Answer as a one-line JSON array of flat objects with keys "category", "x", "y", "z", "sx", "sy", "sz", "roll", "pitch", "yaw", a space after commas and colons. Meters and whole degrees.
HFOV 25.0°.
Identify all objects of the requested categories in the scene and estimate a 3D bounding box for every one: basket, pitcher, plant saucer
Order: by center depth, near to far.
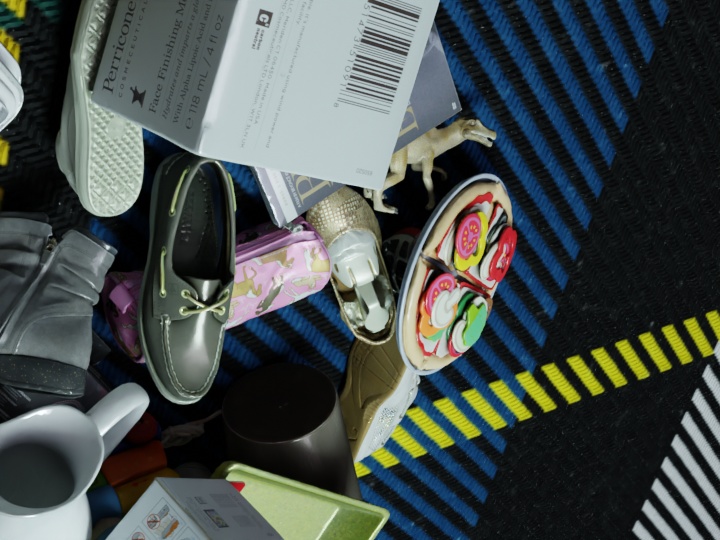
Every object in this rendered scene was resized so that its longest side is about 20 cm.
[{"category": "pitcher", "x": -0.243, "y": 0.176, "z": 1.256, "sx": 0.171, "sy": 0.121, "sz": 0.201, "roll": -32, "pitch": 161, "yaw": -38}, {"category": "plant saucer", "x": -0.103, "y": 0.260, "z": 1.469, "sx": 0.198, "sy": 0.048, "sz": 0.201, "roll": 23, "pitch": 107, "yaw": -40}, {"category": "basket", "x": -0.065, "y": 0.203, "z": 1.579, "sx": 0.135, "sy": 0.180, "sz": 0.202, "roll": -22, "pitch": 130, "yaw": -18}]

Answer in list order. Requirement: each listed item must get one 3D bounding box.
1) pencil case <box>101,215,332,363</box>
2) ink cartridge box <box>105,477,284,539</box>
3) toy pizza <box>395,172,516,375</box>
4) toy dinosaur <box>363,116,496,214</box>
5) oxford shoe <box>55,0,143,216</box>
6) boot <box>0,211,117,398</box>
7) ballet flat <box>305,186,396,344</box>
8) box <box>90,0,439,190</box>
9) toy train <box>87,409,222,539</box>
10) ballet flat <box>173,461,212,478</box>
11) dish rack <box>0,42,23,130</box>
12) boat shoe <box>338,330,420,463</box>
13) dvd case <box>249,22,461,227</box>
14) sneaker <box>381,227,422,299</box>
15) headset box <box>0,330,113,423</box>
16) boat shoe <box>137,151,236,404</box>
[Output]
[{"category": "pencil case", "x": -0.124, "y": 0.011, "z": 1.387, "sx": 0.198, "sy": 0.083, "sz": 0.088, "roll": -23, "pitch": 115, "yaw": -27}, {"category": "ink cartridge box", "x": -0.161, "y": 0.267, "z": 1.303, "sx": 0.201, "sy": 0.084, "sz": 0.175, "roll": -50, "pitch": 160, "yaw": 8}, {"category": "toy pizza", "x": 0.098, "y": 0.007, "z": 1.534, "sx": 0.200, "sy": 0.031, "sz": 0.202, "roll": -41, "pitch": 143, "yaw": -42}, {"category": "toy dinosaur", "x": 0.028, "y": -0.108, "z": 1.459, "sx": 0.198, "sy": 0.058, "sz": 0.102, "roll": -1, "pitch": 110, "yaw": -37}, {"category": "oxford shoe", "x": -0.189, "y": -0.141, "z": 1.196, "sx": 0.075, "sy": 0.058, "sz": 0.203, "roll": -8, "pitch": 117, "yaw": -37}, {"category": "boot", "x": -0.290, "y": 0.018, "z": 1.231, "sx": 0.197, "sy": 0.070, "sz": 0.134, "roll": 10, "pitch": 81, "yaw": -8}, {"category": "ballet flat", "x": 0.000, "y": 0.000, "z": 1.509, "sx": 0.070, "sy": 0.066, "sz": 0.201, "roll": -28, "pitch": 141, "yaw": -3}, {"category": "box", "x": -0.060, "y": -0.181, "z": 1.173, "sx": 0.199, "sy": 0.130, "sz": 0.201, "roll": 8, "pitch": 103, "yaw": -48}, {"category": "toy train", "x": -0.182, "y": 0.192, "z": 1.480, "sx": 0.198, "sy": 0.116, "sz": 0.085, "roll": -19, "pitch": 138, "yaw": -31}, {"category": "ballet flat", "x": -0.219, "y": 0.258, "z": 1.554, "sx": 0.199, "sy": 0.064, "sz": 0.068, "roll": -34, "pitch": 143, "yaw": -14}, {"category": "dish rack", "x": -0.330, "y": -0.100, "z": 1.104, "sx": 0.200, "sy": 0.044, "sz": 0.172, "roll": -43, "pitch": 144, "yaw": -4}, {"category": "boat shoe", "x": 0.026, "y": 0.112, "z": 1.653, "sx": 0.069, "sy": 0.071, "sz": 0.201, "roll": -12, "pitch": 142, "yaw": -38}, {"category": "dvd case", "x": -0.014, "y": -0.147, "z": 1.360, "sx": 0.199, "sy": 0.016, "sz": 0.150, "roll": -33, "pitch": 127, "yaw": -15}, {"category": "sneaker", "x": 0.075, "y": 0.004, "z": 1.603, "sx": 0.085, "sy": 0.077, "sz": 0.200, "roll": -53, "pitch": 150, "yaw": -15}, {"category": "headset box", "x": -0.294, "y": 0.114, "z": 1.325, "sx": 0.199, "sy": 0.075, "sz": 0.149, "roll": -40, "pitch": 144, "yaw": -6}, {"category": "boat shoe", "x": -0.135, "y": 0.006, "z": 1.299, "sx": 0.071, "sy": 0.060, "sz": 0.205, "roll": 2, "pitch": 88, "yaw": -28}]
